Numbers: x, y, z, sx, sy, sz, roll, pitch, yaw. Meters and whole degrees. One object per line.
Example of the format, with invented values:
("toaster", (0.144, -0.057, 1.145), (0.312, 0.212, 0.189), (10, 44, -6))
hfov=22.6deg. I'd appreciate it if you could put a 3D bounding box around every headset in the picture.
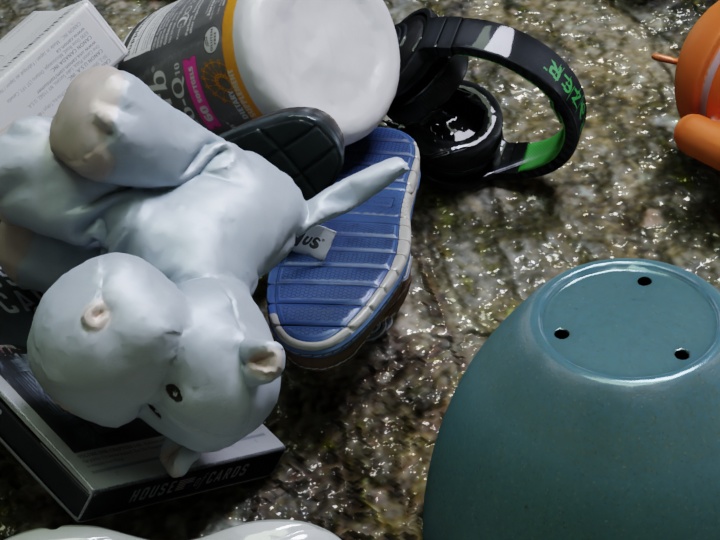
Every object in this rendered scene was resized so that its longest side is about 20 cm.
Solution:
("headset", (0.040, -0.093, 1.112), (0.198, 0.124, 0.095), (2, 54, 34))

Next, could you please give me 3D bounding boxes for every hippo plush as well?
("hippo plush", (-0.097, 0.020, 0.870), (0.199, 0.159, 0.162), (19, 50, -27))

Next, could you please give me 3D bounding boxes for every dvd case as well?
("dvd case", (-0.151, 0.044, 0.918), (0.200, 0.025, 0.150), (42, 25, 25))

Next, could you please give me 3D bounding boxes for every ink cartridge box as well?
("ink cartridge box", (-0.243, -0.082, 1.097), (0.200, 0.045, 0.176), (-43, 17, -11))

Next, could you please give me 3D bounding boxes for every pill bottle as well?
("pill bottle", (-0.078, -0.113, 1.083), (0.116, 0.117, 0.199), (-39, 16, -37))

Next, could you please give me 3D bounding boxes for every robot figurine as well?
("robot figurine", (0.272, -0.102, 1.087), (0.144, 0.116, 0.200), (-54, 47, 3))

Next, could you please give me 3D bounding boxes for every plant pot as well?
("plant pot", (0.125, 0.076, 0.850), (0.198, 0.136, 0.201), (-3, 37, 2))

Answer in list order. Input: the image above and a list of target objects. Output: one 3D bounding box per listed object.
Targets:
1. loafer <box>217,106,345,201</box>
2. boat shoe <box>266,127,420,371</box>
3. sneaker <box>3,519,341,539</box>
("loafer", (-0.081, -0.036, 1.005), (0.199, 0.073, 0.072), (-32, 13, 32))
("boat shoe", (0.000, 0.000, 1.015), (0.072, 0.073, 0.201), (6, 37, 14))
("sneaker", (-0.102, 0.163, 0.815), (0.198, 0.071, 0.081), (-5, 46, 3))
